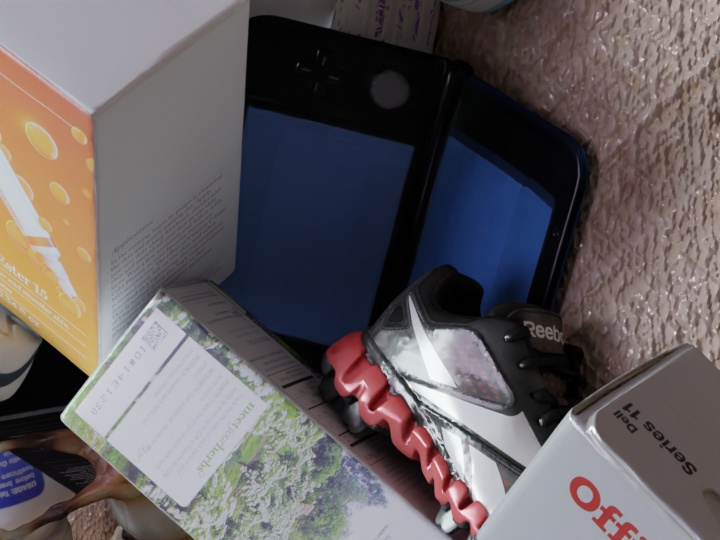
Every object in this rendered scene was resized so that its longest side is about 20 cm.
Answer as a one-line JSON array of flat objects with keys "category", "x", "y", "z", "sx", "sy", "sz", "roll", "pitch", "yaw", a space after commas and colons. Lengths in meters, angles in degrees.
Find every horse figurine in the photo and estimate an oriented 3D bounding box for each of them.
[{"category": "horse figurine", "x": -0.123, "y": 0.127, "z": 1.194, "sx": 0.050, "sy": 0.132, "sz": 0.200, "roll": -125, "pitch": 19, "yaw": -44}]

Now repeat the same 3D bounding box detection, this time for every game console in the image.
[{"category": "game console", "x": 0.000, "y": 0.000, "z": 1.118, "sx": 0.118, "sy": 0.171, "sz": 0.200, "roll": -87, "pitch": 11, "yaw": -72}]

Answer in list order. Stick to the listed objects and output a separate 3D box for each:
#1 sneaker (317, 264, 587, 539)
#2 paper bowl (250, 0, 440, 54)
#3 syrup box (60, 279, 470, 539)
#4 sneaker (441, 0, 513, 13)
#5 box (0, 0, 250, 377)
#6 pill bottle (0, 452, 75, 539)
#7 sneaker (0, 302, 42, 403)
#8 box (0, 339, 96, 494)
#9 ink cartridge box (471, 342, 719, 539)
[{"category": "sneaker", "x": 0.068, "y": 0.071, "z": 1.019, "sx": 0.098, "sy": 0.071, "sz": 0.200, "roll": -51, "pitch": 54, "yaw": 10}, {"category": "paper bowl", "x": -0.049, "y": -0.147, "z": 1.229, "sx": 0.201, "sy": 0.104, "sz": 0.201, "roll": -16, "pitch": 72, "yaw": 60}, {"category": "syrup box", "x": -0.029, "y": 0.098, "z": 1.065, "sx": 0.200, "sy": 0.081, "sz": 0.079, "roll": 40, "pitch": 100, "yaw": 8}, {"category": "sneaker", "x": 0.046, "y": -0.180, "z": 1.033, "sx": 0.200, "sy": 0.130, "sz": 0.080, "roll": -42, "pitch": 50, "yaw": 51}, {"category": "box", "x": -0.129, "y": -0.065, "z": 1.063, "sx": 0.124, "sy": 0.097, "sz": 0.200, "roll": 37, "pitch": 148, "yaw": 20}, {"category": "pill bottle", "x": -0.228, "y": 0.092, "z": 1.393, "sx": 0.112, "sy": 0.112, "sz": 0.200, "roll": 27, "pitch": 130, "yaw": 59}, {"category": "sneaker", "x": -0.243, "y": 0.032, "z": 1.183, "sx": 0.199, "sy": 0.079, "sz": 0.130, "roll": 44, "pitch": 110, "yaw": 36}, {"category": "box", "x": -0.145, "y": 0.005, "z": 1.291, "sx": 0.182, "sy": 0.104, "sz": 0.200, "roll": 53, "pitch": -152, "yaw": -68}, {"category": "ink cartridge box", "x": 0.105, "y": 0.147, "z": 0.885, "sx": 0.147, "sy": 0.083, "sz": 0.200, "roll": 47, "pitch": 133, "yaw": 15}]
